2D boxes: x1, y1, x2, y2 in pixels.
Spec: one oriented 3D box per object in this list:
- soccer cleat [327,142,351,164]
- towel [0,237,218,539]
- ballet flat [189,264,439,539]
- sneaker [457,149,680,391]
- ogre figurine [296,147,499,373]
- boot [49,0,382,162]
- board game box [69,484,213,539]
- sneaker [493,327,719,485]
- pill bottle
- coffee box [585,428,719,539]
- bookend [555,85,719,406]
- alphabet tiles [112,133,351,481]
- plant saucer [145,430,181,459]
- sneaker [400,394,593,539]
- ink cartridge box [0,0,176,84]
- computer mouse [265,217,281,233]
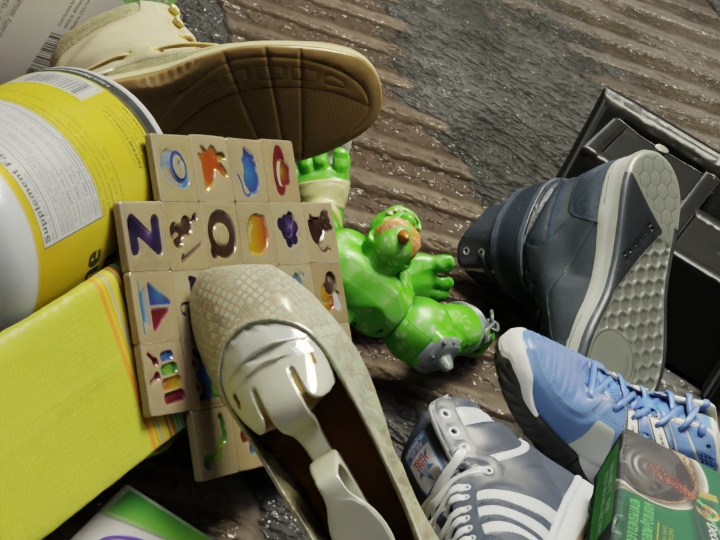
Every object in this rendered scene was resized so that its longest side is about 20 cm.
[{"bbox_3d":[-0.094,-0.097,1.145,0.200,0.078,0.069,7,34,-33],"label":"soccer cleat"},{"bbox_3d":[-0.124,0.052,0.780,0.200,0.018,0.086,-38,113,-59],"label":"towel"},{"bbox_3d":[-0.016,0.078,0.807,0.200,0.067,0.062,57,4,6],"label":"ballet flat"},{"bbox_3d":[0.123,0.029,1.135,0.077,0.146,0.203,32,62,-35],"label":"sneaker"},{"bbox_3d":[0.000,0.000,1.054,0.200,0.098,0.120,56,10,-15],"label":"ogre figurine"},{"bbox_3d":[-0.091,-0.113,1.028,0.199,0.073,0.156,-11,25,1],"label":"boot"},{"bbox_3d":[-0.103,0.162,0.763,0.095,0.030,0.200,32,26,7],"label":"board game box"},{"bbox_3d":[0.158,0.089,1.001,0.200,0.077,0.076,37,30,-20],"label":"sneaker"},{"bbox_3d":[-0.176,-0.019,0.806,0.112,0.112,0.200,33,29,10],"label":"pill bottle"},{"bbox_3d":[0.207,0.163,0.875,0.200,0.044,0.123,27,28,-1],"label":"coffee box"},{"bbox_3d":[0.216,-0.025,1.279,0.200,0.092,0.199,32,29,11],"label":"bookend"},{"bbox_3d":[-0.058,0.015,0.891,0.200,0.006,0.167,-4,84,-62],"label":"alphabet tiles"},{"bbox_3d":[-0.164,0.017,0.925,0.200,0.048,0.200,29,28,2],"label":"plant saucer"},{"bbox_3d":[0.052,0.131,0.898,0.108,0.070,0.200,37,22,8],"label":"sneaker"},{"bbox_3d":[-0.218,-0.190,1.084,0.200,0.146,0.084,14,29,-46],"label":"ink cartridge box"},{"bbox_3d":[-0.100,-0.035,1.016,0.059,0.034,0.200,22,0,-27],"label":"computer mouse"}]
